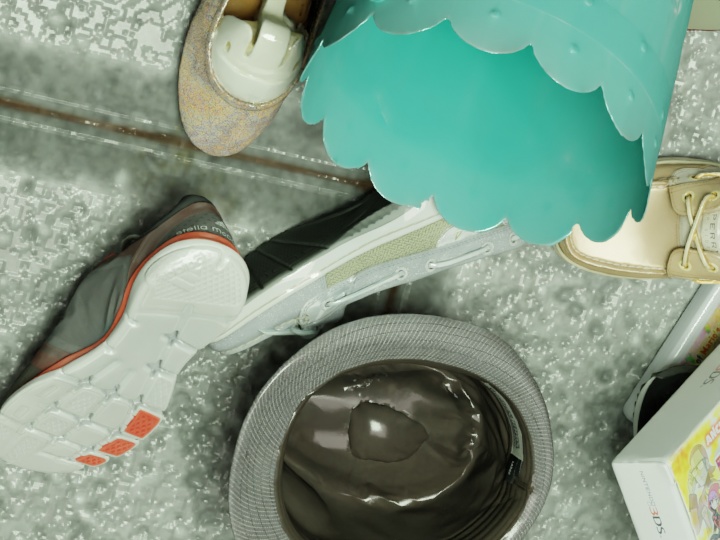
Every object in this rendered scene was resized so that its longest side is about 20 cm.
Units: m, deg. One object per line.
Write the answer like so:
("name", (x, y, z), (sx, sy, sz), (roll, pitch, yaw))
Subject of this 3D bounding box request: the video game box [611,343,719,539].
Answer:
("video game box", (0.235, 0.136, 1.465), (0.200, 0.047, 0.182), (-40, 119, -44))

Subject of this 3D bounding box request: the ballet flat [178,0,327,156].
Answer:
("ballet flat", (-0.047, -0.152, 1.381), (0.068, 0.067, 0.200), (17, 100, -18))

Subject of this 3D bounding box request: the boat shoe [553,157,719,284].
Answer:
("boat shoe", (0.212, -0.028, 1.467), (0.200, 0.069, 0.074), (-3, 98, -1))

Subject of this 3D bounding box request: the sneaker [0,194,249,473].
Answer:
("sneaker", (-0.134, 0.035, 1.414), (0.077, 0.082, 0.200), (34, 117, -31))

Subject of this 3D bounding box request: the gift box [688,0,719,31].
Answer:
("gift box", (0.207, -0.256, 1.351), (0.187, 0.184, 0.200), (39, 69, -30))

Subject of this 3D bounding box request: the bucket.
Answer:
("bucket", (0.077, -0.121, 1.336), (0.207, 0.207, 0.135), (30, 63, -20))

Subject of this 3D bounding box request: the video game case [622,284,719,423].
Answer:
("video game case", (0.285, 0.046, 1.548), (0.182, 0.024, 0.200), (30, 97, -20))

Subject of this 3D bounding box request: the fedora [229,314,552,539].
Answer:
("fedora", (0.009, 0.100, 1.445), (0.200, 0.090, 0.177), (1, 106, -20))

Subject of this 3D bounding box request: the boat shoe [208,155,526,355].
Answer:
("boat shoe", (0.000, -0.001, 1.434), (0.202, 0.074, 0.065), (-29, 107, -13))

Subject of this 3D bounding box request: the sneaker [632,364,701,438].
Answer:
("sneaker", (0.209, 0.154, 1.506), (0.070, 0.090, 0.200), (-9, 118, -2))
